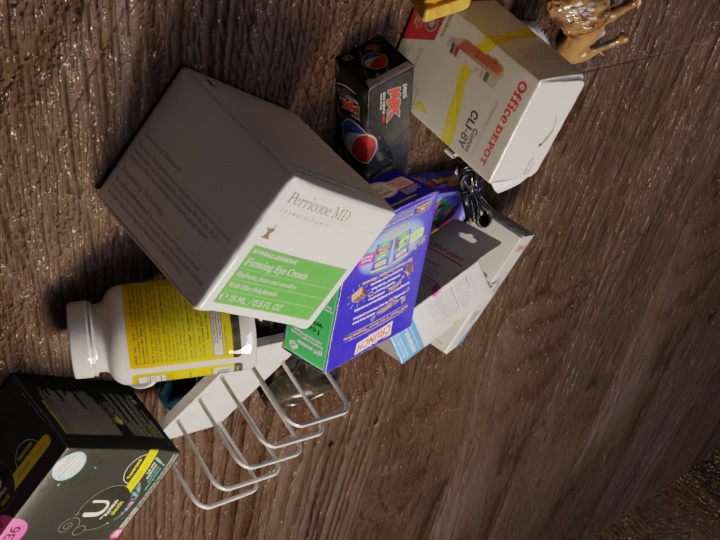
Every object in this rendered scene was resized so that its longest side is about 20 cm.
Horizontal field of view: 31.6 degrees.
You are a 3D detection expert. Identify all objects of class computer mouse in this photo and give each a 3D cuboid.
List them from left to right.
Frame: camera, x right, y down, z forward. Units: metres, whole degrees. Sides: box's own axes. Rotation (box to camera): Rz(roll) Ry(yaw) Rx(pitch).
[{"bbox_3d":[0.205,-0.147,1.751,0.200,0.044,0.110,-43,130,-32],"label":"computer mouse"}]

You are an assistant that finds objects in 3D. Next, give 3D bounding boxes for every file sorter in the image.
[{"bbox_3d":[-0.136,0.186,1.572,0.200,0.125,0.139,-44,161,28],"label":"file sorter"}]

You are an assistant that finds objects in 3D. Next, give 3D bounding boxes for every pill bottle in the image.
[{"bbox_3d":[-0.220,0.066,1.412,0.199,0.113,0.113,-6,141,-10],"label":"pill bottle"}]

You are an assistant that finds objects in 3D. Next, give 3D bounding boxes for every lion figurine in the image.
[{"bbox_3d":[0.292,-0.315,1.666,0.122,0.073,0.200,-28,153,-13],"label":"lion figurine"}]

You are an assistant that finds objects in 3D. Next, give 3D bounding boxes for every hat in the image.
[{"bbox_3d":[-0.082,0.140,1.720,0.200,0.081,0.201,-27,169,-6],"label":"hat"}]

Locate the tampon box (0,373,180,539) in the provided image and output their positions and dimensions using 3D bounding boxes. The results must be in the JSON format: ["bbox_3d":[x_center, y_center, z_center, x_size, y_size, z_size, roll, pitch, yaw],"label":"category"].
[{"bbox_3d":[-0.345,0.223,1.498,0.150,0.126,0.200,-52,150,14],"label":"tampon box"}]

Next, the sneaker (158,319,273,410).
[{"bbox_3d":[-0.177,0.103,1.571,0.200,0.073,0.082,-52,173,30],"label":"sneaker"}]

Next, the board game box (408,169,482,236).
[{"bbox_3d":[0.070,-0.044,1.766,0.134,0.045,0.200,-10,137,-46],"label":"board game box"}]

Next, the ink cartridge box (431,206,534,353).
[{"bbox_3d":[0.157,0.010,1.849,0.200,0.084,0.145,-57,170,10],"label":"ink cartridge box"}]

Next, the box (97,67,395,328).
[{"bbox_3d":[-0.117,-0.070,1.325,0.171,0.200,0.199,-53,149,13],"label":"box"}]

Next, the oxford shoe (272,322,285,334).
[{"bbox_3d":[-0.086,0.049,1.655,0.070,0.075,0.200,-38,155,-15],"label":"oxford shoe"}]

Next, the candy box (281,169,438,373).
[{"bbox_3d":[0.000,0.000,1.513,0.169,0.077,0.200,-26,136,-45],"label":"candy box"}]

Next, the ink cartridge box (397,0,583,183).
[{"bbox_3d":[0.137,-0.217,1.455,0.083,0.200,0.145,-14,140,-43],"label":"ink cartridge box"}]

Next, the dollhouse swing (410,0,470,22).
[{"bbox_3d":[0.138,-0.379,1.289,0.175,0.182,0.200,-4,136,-22],"label":"dollhouse swing"}]

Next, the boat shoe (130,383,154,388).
[{"bbox_3d":[-0.212,0.055,1.522,0.200,0.074,0.065,-47,168,12],"label":"boat shoe"}]

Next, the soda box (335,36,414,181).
[{"bbox_3d":[0.015,-0.173,1.502,0.071,0.063,0.200,-32,149,-22],"label":"soda box"}]

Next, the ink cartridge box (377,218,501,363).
[{"bbox_3d":[0.091,0.024,1.699,0.200,0.115,0.068,-36,125,-16],"label":"ink cartridge box"}]

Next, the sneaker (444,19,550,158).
[{"bbox_3d":[0.159,-0.219,1.609,0.129,0.080,0.199,-30,160,-40],"label":"sneaker"}]
